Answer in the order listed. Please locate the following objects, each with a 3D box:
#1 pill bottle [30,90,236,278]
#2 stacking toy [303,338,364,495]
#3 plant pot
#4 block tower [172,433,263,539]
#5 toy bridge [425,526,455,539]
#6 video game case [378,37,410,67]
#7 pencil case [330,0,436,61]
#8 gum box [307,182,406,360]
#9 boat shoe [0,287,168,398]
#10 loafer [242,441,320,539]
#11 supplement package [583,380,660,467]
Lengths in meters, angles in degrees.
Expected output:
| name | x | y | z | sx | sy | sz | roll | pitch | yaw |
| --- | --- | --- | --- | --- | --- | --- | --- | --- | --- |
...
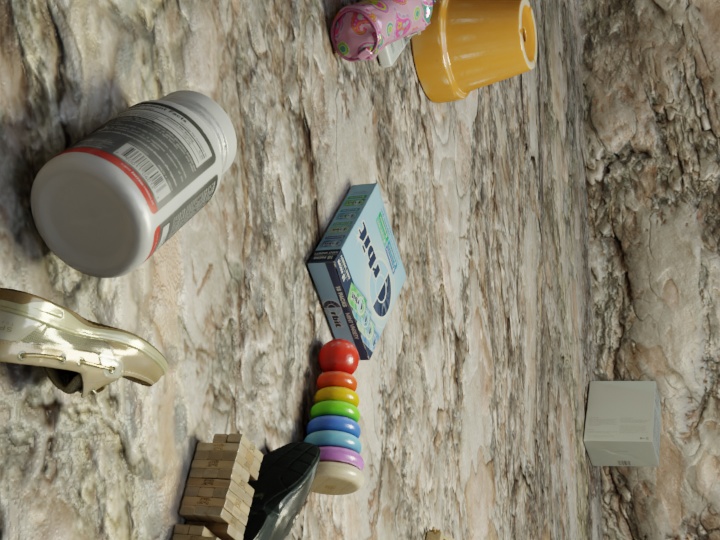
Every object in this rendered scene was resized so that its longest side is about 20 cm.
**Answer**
| name | x | y | z | sx | sy | sz | roll | pitch | yaw |
| --- | --- | --- | --- | --- | --- | --- | --- | --- | --- |
| pill bottle | -0.196 | -0.086 | 0.940 | 0.200 | 0.116 | 0.116 | -55 | 136 | -56 |
| stacking toy | -0.033 | 0.183 | 1.339 | 0.085 | 0.085 | 0.200 | 52 | 35 | -52 |
| plant pot | 0.209 | -0.407 | 1.831 | 0.200 | 0.183 | 0.200 | -4 | 90 | -66 |
| block tower | -0.155 | 0.271 | 1.062 | 0.058 | 0.054 | 0.200 | 56 | 38 | -48 |
| toy bridge | 0.152 | 0.497 | 1.770 | 0.067 | 0.027 | 0.200 | -72 | 149 | -45 |
| video game case | 0.041 | -0.452 | 1.654 | 0.182 | 0.023 | 0.200 | -61 | 140 | -50 |
| pencil case | 0.036 | -0.368 | 1.522 | 0.200 | 0.087 | 0.087 | -40 | 124 | -51 |
| gum box | 0.000 | 0.000 | 1.468 | 0.200 | 0.045 | 0.170 | -65 | 144 | -49 |
| boat shoe | -0.241 | 0.074 | 0.878 | 0.200 | 0.072 | 0.065 | 37 | 62 | -57 |
| loafer | -0.104 | 0.272 | 1.171 | 0.200 | 0.073 | 0.072 | -46 | 138 | -47 |
| supplement package | 0.750 | 0.437 | 2.947 | 0.147 | 0.191 | 0.200 | 63 | 34 | -44 |
